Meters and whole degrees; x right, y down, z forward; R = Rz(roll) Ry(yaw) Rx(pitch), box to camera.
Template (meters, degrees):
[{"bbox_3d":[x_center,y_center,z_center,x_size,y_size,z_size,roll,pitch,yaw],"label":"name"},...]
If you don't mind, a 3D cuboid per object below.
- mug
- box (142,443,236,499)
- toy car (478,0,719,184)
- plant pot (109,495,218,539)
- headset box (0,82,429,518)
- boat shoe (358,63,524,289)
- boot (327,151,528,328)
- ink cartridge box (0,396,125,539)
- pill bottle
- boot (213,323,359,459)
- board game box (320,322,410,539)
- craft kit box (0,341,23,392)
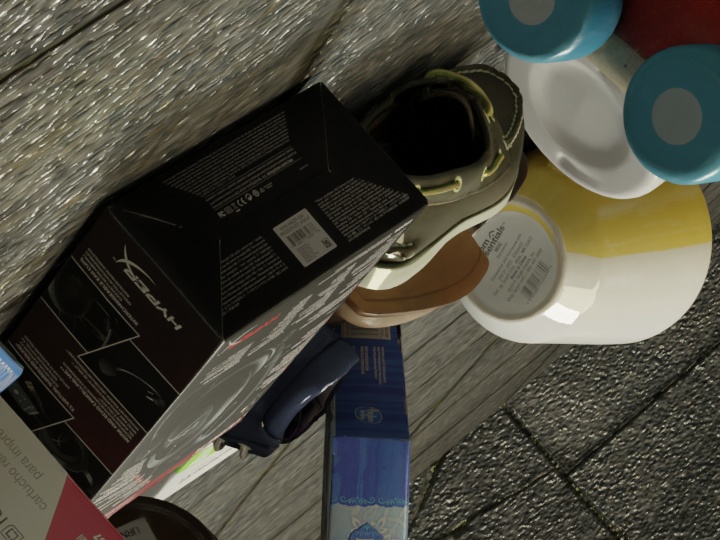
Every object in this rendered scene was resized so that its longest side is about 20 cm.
[{"bbox_3d":[0.130,-0.034,1.929,0.149,0.187,0.153,-8,-177,32],"label":"mug"},{"bbox_3d":[-0.046,0.044,1.692,0.200,0.041,0.156,-46,172,36],"label":"box"},{"bbox_3d":[0.188,-0.157,1.318,0.184,0.177,0.200,-10,137,-55],"label":"toy car"},{"bbox_3d":[-0.112,0.203,1.451,0.187,0.187,0.200,-38,153,-26],"label":"plant pot"},{"bbox_3d":[-0.082,0.028,1.253,0.149,0.077,0.200,-34,170,-46],"label":"headset box"},{"bbox_3d":[0.037,-0.058,1.397,0.202,0.072,0.060,-46,162,-57],"label":"boat shoe"},{"bbox_3d":[0.000,0.000,1.490,0.146,0.070,0.200,-31,-176,40],"label":"boot"},{"bbox_3d":[-0.189,0.155,1.151,0.200,0.145,0.084,-40,171,-18],"label":"ink cartridge box"},{"bbox_3d":[0.180,-0.135,1.554,0.200,0.111,0.111,-38,172,-29],"label":"pill bottle"},{"bbox_3d":[-0.078,0.067,1.446,0.073,0.090,0.200,-36,171,-39],"label":"boot"},{"bbox_3d":[0.000,0.146,1.509,0.200,0.043,0.200,-91,-176,-73],"label":"board game box"},{"bbox_3d":[-0.208,0.071,0.967,0.197,0.049,0.200,-44,173,-7],"label":"craft kit box"}]
